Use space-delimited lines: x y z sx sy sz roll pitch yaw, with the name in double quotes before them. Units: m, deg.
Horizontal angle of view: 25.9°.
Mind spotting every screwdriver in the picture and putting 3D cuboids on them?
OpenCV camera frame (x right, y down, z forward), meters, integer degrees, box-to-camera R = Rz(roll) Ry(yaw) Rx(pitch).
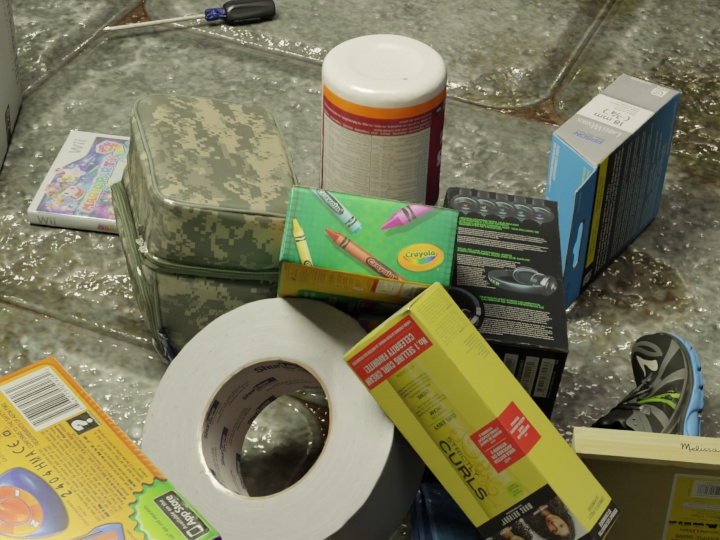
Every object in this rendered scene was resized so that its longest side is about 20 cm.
"screwdriver" -0.190 -0.284 1.762 0.199 0.028 0.029 -12 11 -22

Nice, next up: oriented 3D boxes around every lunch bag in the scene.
"lunch bag" -0.135 -0.032 1.327 0.139 0.168 0.200 2 35 -19

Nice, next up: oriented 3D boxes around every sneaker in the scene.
"sneaker" 0.223 0.116 1.232 0.082 0.071 0.200 12 41 2

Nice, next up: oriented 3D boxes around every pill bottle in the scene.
"pill bottle" 0.018 -0.098 1.393 0.109 0.200 0.110 1 37 -1

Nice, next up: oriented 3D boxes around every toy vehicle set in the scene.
"toy vehicle set" 0.245 0.173 1.115 0.199 0.125 0.027 5 38 3

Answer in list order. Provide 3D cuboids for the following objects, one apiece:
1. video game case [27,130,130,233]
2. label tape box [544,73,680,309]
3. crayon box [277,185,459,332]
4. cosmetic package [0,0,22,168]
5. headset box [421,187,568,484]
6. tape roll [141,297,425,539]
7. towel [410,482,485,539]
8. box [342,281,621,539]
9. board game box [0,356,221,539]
"video game case" -0.202 -0.080 1.507 0.199 0.018 0.143 7 38 6
"label tape box" 0.208 -0.070 1.413 0.063 0.145 0.200 25 42 26
"crayon box" 0.000 0.000 1.152 0.118 0.200 0.058 9 76 -2
"cosmetic package" -0.429 -0.181 1.504 0.164 0.165 0.200 2 39 -1
"headset box" 0.097 0.057 1.214 0.092 0.174 0.200 8 38 -2
"tape roll" -0.056 0.122 1.127 0.200 0.066 0.201 -10 63 21
"towel" 0.090 0.222 1.078 0.111 0.049 0.200 7 28 -4
"box" 0.081 0.110 1.050 0.200 0.075 0.050 53 35 0
"board game box" -0.220 0.216 0.970 0.199 0.200 0.200 -24 45 -30
